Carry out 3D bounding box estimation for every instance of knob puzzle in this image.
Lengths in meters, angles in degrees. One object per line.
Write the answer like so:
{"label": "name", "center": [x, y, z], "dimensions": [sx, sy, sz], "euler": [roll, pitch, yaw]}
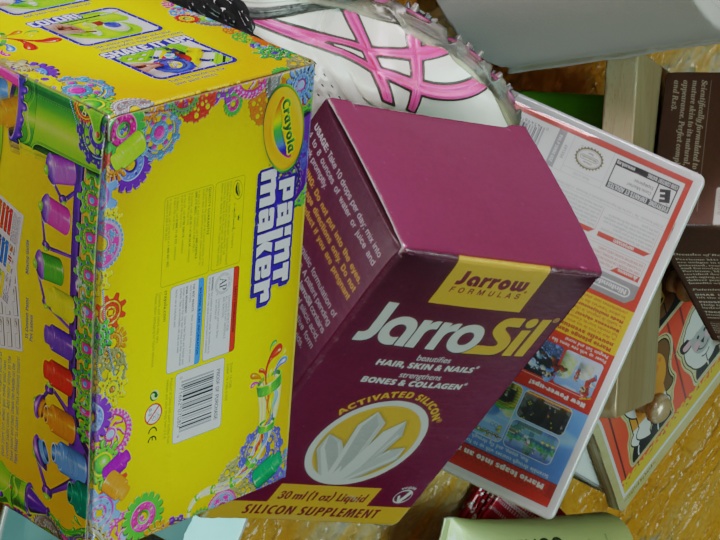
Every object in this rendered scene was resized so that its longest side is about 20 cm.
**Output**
{"label": "knob puzzle", "center": [0.202, 0.035, 1.700], "dimensions": [0.219, 0.030, 0.221], "euler": [-29, 130, -42]}

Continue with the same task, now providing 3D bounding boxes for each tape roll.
{"label": "tape roll", "center": [0.126, -0.215, 1.388], "dimensions": [0.202, 0.138, 0.204], "euler": [20, 67, -59]}

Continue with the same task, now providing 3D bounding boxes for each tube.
{"label": "tube", "center": [0.103, 0.188, 1.680], "dimensions": [0.199, 0.052, 0.058], "euler": [1, 66, -52]}

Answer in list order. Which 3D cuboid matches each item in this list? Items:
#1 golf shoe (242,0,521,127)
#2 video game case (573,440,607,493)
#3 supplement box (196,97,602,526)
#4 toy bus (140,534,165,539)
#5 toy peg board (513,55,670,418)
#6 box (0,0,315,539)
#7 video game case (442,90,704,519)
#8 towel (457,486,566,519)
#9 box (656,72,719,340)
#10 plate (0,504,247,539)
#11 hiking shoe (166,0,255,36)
{"label": "golf shoe", "center": [-0.006, -0.106, 1.359], "dimensions": [0.199, 0.073, 0.092], "euler": [31, 87, -26]}
{"label": "video game case", "center": [0.153, 0.027, 1.695], "dimensions": [0.181, 0.045, 0.201], "euler": [33, 81, -56]}
{"label": "supplement box", "center": [0.002, 0.025, 1.290], "dimensions": [0.130, 0.104, 0.200], "euler": [6, 134, -37]}
{"label": "toy bus", "center": [-0.103, 0.242, 1.402], "dimensions": [0.065, 0.078, 0.201], "euler": [-36, 134, -37]}
{"label": "toy peg board", "center": [0.119, -0.023, 1.530], "dimensions": [0.199, 0.097, 0.202], "euler": [-1, 95, -78]}
{"label": "box", "center": [-0.133, -0.015, 1.165], "dimensions": [0.122, 0.192, 0.201], "euler": [-19, 124, -43]}
{"label": "video game case", "center": [0.080, 0.013, 1.411], "dimensions": [0.017, 0.142, 0.201], "euler": [50, 65, -81]}
{"label": "towel", "center": [0.073, 0.231, 1.723], "dimensions": [0.201, 0.022, 0.145], "euler": [-60, 145, -11]}
{"label": "box", "center": [0.232, -0.034, 1.597], "dimensions": [0.200, 0.074, 0.101], "euler": [54, 42, -62]}
{"label": "plate", "center": [-0.128, 0.126, 1.397], "dimensions": [0.200, 0.025, 0.201], "euler": [-28, 129, -41]}
{"label": "hiking shoe", "center": [-0.099, -0.062, 1.266], "dimensions": [0.075, 0.100, 0.201], "euler": [9, 63, -42]}
